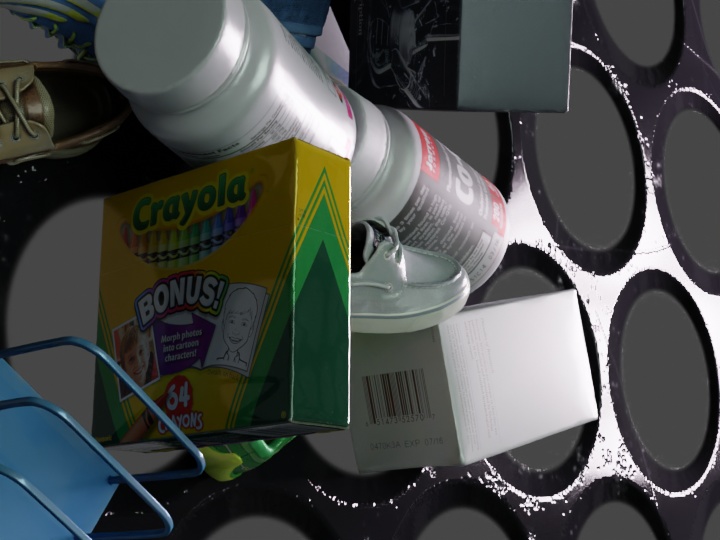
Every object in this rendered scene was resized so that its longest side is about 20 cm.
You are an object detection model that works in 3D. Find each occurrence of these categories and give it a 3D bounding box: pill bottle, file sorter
[{"bbox_3d":[-0.088,-0.122,0.967,0.200,0.112,0.115,41,50,-61],"label":"pill bottle"},{"bbox_3d":[0.024,-0.061,1.140,0.199,0.113,0.116,32,59,-47],"label":"pill bottle"},{"bbox_3d":[-0.200,0.157,0.844,0.139,0.122,0.201,51,48,-29],"label":"file sorter"}]

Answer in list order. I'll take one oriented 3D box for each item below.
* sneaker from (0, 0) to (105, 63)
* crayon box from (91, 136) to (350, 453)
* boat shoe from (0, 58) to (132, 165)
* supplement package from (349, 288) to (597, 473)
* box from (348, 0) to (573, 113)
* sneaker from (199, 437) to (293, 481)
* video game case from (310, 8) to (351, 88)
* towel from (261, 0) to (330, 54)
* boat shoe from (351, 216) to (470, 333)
[{"bbox_3d":[-0.184,-0.172,0.969,0.198,0.075,0.107,-12,98,-36],"label":"sneaker"},{"bbox_3d":[-0.094,0.023,0.935,0.058,0.198,0.175,13,72,-45],"label":"crayon box"},{"bbox_3d":[-0.226,-0.102,0.911,0.199,0.071,0.077,-23,98,-49],"label":"boat shoe"},{"bbox_3d":[0.091,0.090,1.194,0.199,0.116,0.119,-9,88,-48],"label":"supplement package"},{"bbox_3d":[0.075,-0.226,1.119,0.103,0.181,0.203,-2,97,-28],"label":"box"},{"bbox_3d":[-0.048,0.076,1.064,0.074,0.083,0.201,53,47,-26],"label":"sneaker"},{"bbox_3d":[-0.085,-0.175,1.126,0.200,0.022,0.184,-40,111,-46],"label":"video game case"},{"bbox_3d":[-0.051,-0.265,1.077,0.111,0.048,0.203,-2,107,-49],"label":"towel"},{"bbox_3d":[-0.001,-0.001,1.053,0.198,0.072,0.070,-2,39,-27],"label":"boat shoe"}]
